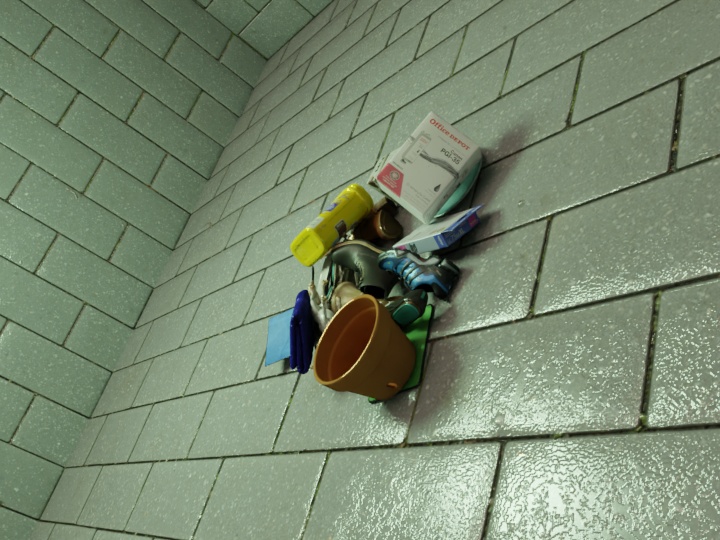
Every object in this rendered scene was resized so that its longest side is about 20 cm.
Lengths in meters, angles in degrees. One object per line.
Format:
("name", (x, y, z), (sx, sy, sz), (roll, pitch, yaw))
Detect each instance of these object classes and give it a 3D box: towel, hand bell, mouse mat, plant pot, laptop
("towel", (-0.141, 0.141, 1.704), (0.200, 0.049, 0.150), (-91, -4, -76))
("hand bell", (0.038, 0.076, 1.653), (0.199, 0.104, 0.105), (-3, 56, 45))
("mouse mat", (0.084, 0.173, 1.525), (0.160, 0.008, 0.202), (-28, 36, 44))
("plant pot", (0.017, 0.171, 1.476), (0.200, 0.140, 0.201), (-40, 30, 28))
("laptop", (-0.186, 0.120, 1.922), (0.188, 0.114, 0.202), (-94, 10, -52))

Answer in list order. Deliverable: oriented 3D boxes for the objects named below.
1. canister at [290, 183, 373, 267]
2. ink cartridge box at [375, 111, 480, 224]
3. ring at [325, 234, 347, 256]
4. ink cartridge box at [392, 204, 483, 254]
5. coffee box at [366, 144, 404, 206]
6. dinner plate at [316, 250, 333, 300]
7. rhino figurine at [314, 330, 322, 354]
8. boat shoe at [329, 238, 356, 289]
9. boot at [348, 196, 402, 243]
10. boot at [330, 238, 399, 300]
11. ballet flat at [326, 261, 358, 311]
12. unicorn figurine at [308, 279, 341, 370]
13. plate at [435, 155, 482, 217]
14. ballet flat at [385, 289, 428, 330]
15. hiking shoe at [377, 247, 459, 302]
("canister", (-0.072, -0.110, 1.808), (0.200, 0.087, 0.148), (-46, 4, -35))
("ink cartridge box", (0.152, -0.230, 1.624), (0.201, 0.146, 0.083), (-50, -16, -2))
("ring", (-0.051, -0.106, 2.016), (0.201, 0.019, 0.201), (-49, 11, 12))
("ink cartridge box", (0.172, -0.081, 1.575), (0.119, 0.042, 0.199), (-36, 10, -34))
("coffee box", (0.105, -0.231, 1.790), (0.080, 0.112, 0.200), (-61, 13, -11))
("dinner plate", (-0.093, 0.033, 1.858), (0.200, 0.024, 0.203), (-167, 90, -89))
("rhino figurine", (-0.050, 0.171, 1.698), (0.199, 0.059, 0.088), (-13, 54, 53))
("boat shoe", (-0.046, -0.001, 1.875), (0.063, 0.074, 0.203), (-30, 40, 28))
("boot", (0.025, -0.095, 1.856), (0.155, 0.076, 0.201), (-43, 26, 22))
("boot", (0.000, 0.000, 1.659), (0.198, 0.078, 0.139), (7, 37, 26))
("ballet flat", (-0.045, 0.040, 1.761), (0.068, 0.074, 0.202), (72, -151, -73))
("unicorn figurine", (-0.081, 0.111, 1.649), (0.201, 0.073, 0.139), (-100, 12, -63))
("plate", (0.217, -0.203, 1.711), (0.200, 0.025, 0.201), (-41, 30, 30))
("ballet flat", (0.082, 0.093, 1.541), (0.200, 0.068, 0.069), (-33, 17, 51))
("hiking shoe", (0.109, 0.007, 1.546), (0.198, 0.074, 0.088), (10, 73, 39))
